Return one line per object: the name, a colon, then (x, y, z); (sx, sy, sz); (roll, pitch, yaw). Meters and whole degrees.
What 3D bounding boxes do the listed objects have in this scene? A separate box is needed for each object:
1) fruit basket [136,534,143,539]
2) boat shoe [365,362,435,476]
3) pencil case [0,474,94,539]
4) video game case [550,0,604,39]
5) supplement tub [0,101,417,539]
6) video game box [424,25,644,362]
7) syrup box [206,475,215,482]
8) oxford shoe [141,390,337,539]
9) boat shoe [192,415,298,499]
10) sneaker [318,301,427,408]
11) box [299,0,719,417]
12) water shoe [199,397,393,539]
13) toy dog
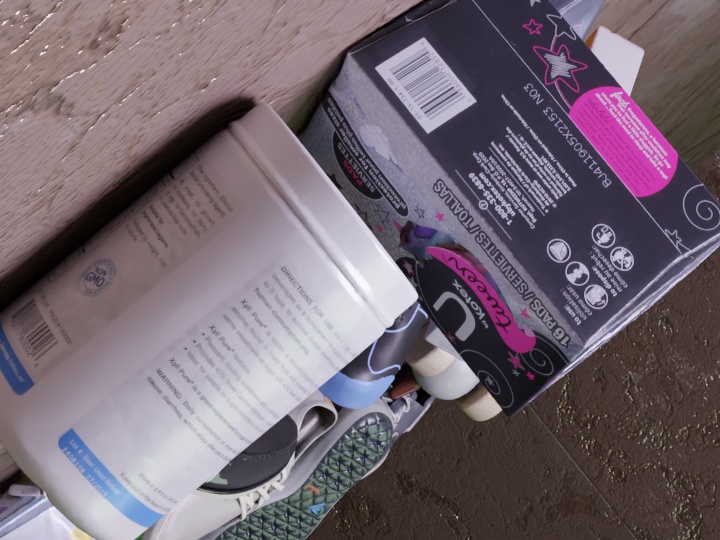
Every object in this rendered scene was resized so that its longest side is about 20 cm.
fruit basket: (-0.132, 0.136, 1.450); (0.200, 0.094, 0.185); (-38, 173, 12)
boat shoe: (0.021, 0.103, 1.566); (0.200, 0.073, 0.063); (-39, 167, -39)
pencil case: (-0.270, 0.211, 1.285); (0.200, 0.083, 0.091); (-31, 165, -46)
video game case: (0.093, -0.127, 1.277); (0.142, 0.019, 0.200); (-34, 170, -16)
supplement tub: (-0.085, 0.027, 0.942); (0.200, 0.132, 0.132); (-38, 172, 0)
video game box: (0.127, -0.054, 1.392); (0.182, 0.047, 0.201); (-47, -162, 56)
syrup box: (-0.068, 0.038, 1.177); (0.200, 0.081, 0.079); (-45, -161, 39)
oxford shoe: (-0.087, 0.150, 1.391); (0.200, 0.058, 0.075); (-46, 161, -26)
boat shoe: (-0.114, 0.109, 1.290); (0.200, 0.074, 0.063); (9, 134, -44)
sneaker: (0.022, -0.002, 1.238); (0.078, 0.070, 0.201); (-60, -175, 47)
box: (0.081, -0.045, 1.046); (0.132, 0.200, 0.115); (-34, 170, -28)
water shoe: (-0.059, 0.160, 1.491); (0.200, 0.079, 0.071); (-39, 132, 8)
toy dog: (0.074, 0.040, 1.540); (0.096, 0.132, 0.200); (-21, -162, 34)
